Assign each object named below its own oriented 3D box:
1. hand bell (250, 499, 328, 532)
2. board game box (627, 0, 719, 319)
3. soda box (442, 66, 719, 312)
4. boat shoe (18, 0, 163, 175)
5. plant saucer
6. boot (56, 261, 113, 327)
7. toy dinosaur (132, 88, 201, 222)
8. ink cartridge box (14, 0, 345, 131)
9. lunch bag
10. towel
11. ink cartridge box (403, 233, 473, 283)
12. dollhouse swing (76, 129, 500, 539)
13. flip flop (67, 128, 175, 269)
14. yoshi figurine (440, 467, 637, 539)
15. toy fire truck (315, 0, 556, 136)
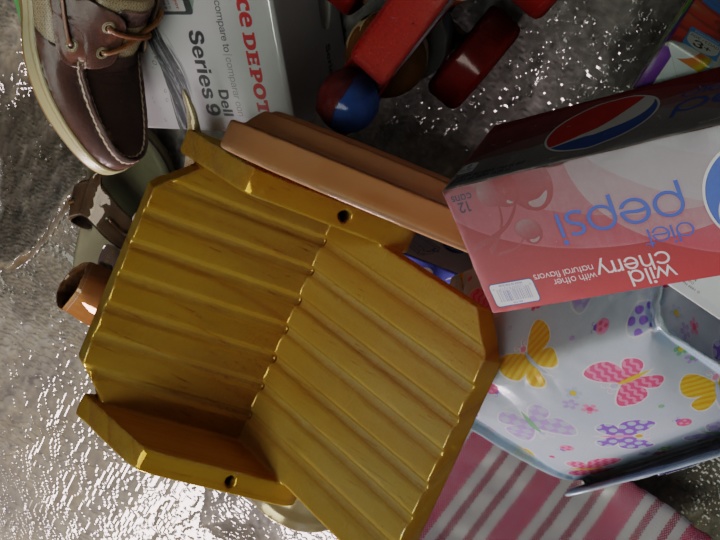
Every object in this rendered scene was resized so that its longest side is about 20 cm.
[{"bbox_3d":[-0.011,0.099,0.893,0.104,0.104,0.201,35,136,3],"label":"hand bell"},{"bbox_3d":[0.191,-0.085,0.609,0.104,0.200,0.103,33,130,5],"label":"board game box"},{"bbox_3d":[0.138,-0.039,0.490,0.198,0.070,0.064,-11,114,34],"label":"soda box"},{"bbox_3d":[-0.157,-0.153,0.729,0.071,0.072,0.202,1,114,28],"label":"boat shoe"},{"bbox_3d":[0.019,-0.045,0.683,0.198,0.200,0.033,24,95,12],"label":"plant saucer"},{"bbox_3d":[-0.140,0.046,0.907,0.154,0.074,0.199,36,156,-22],"label":"boot"},{"bbox_3d":[-0.105,-0.025,0.828,0.100,0.059,0.201,21,144,-4],"label":"toy dinosaur"},{"bbox_3d":[-0.120,-0.174,0.795,0.198,0.084,0.147,5,123,25],"label":"ink cartridge box"},{"bbox_3d":[0.174,0.063,0.759,0.169,0.128,0.199,-25,136,38],"label":"lunch bag"},{"bbox_3d":[0.123,0.185,0.852,0.199,0.147,0.030,34,167,20],"label":"towel"},{"bbox_3d":[0.000,0.000,0.873,0.198,0.044,0.095,22,130,14],"label":"ink cartridge box"},{"bbox_3d":[-0.049,0.055,0.740,0.180,0.176,0.202,19,102,-29],"label":"dollhouse swing"},{"bbox_3d":[-0.195,-0.039,0.943,0.080,0.058,0.201,29,130,9],"label":"flip flop"},{"bbox_3d":[0.115,0.189,0.923,0.197,0.114,0.112,6,165,8],"label":"yoshi figurine"},{"bbox_3d":[0.036,-0.150,0.671,0.112,0.168,0.200,41,131,-3],"label":"toy fire truck"}]
